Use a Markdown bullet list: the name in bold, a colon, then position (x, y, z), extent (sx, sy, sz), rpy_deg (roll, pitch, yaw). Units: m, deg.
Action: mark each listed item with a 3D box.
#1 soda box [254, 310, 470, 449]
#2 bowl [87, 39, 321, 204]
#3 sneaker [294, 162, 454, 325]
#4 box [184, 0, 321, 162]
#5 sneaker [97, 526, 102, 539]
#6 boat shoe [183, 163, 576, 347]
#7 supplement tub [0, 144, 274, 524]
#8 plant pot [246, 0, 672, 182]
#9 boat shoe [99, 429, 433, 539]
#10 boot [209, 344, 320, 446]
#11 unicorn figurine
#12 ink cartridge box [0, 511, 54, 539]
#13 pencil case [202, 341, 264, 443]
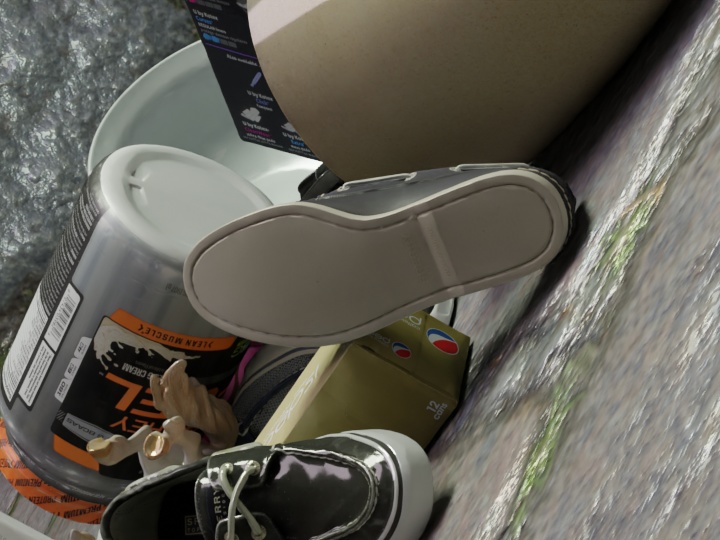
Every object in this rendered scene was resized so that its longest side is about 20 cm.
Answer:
- **soda box**: position (-0.023, 0.105, 1.443), extent (0.200, 0.064, 0.068), rpy_deg (-56, 10, 28)
- **bowl**: position (-0.058, -0.058, 1.714), extent (0.090, 0.201, 0.201), rpy_deg (70, -149, -41)
- **sneaker**: position (0.000, 0.000, 1.534), extent (0.071, 0.099, 0.200), rpy_deg (-50, 15, 41)
- **box**: position (-0.025, -0.173, 1.604), extent (0.106, 0.200, 0.122), rpy_deg (17, 53, 36)
- **sneaker**: position (-0.130, 0.158, 1.814), extent (0.088, 0.075, 0.200), rpy_deg (-61, -6, -11)
- **boat shoe**: position (0.012, -0.011, 1.376), extent (0.200, 0.073, 0.063), rpy_deg (-12, 10, 20)
- **supplement tub**: position (-0.129, 0.039, 1.587), extent (0.123, 0.122, 0.200), rpy_deg (-76, 11, -59)
- **plant pot**: position (0.075, -0.151, 1.427), extent (0.200, 0.187, 0.187), rpy_deg (-31, 27, 43)
- **boat shoe**: position (-0.048, 0.119, 1.354), extent (0.200, 0.064, 0.071), rpy_deg (-18, 72, 46)
- **boot**: position (-0.053, 0.121, 1.591), extent (0.090, 0.073, 0.200), rpy_deg (-89, 24, -44)
- **unicorn figurine**: position (-0.120, 0.155, 1.534), extent (0.200, 0.074, 0.137), rpy_deg (-52, -27, -1)
- **ink cartridge box**: position (-0.230, 0.270, 1.796), extent (0.200, 0.147, 0.083), rpy_deg (-62, 11, -5)
- **pencil case**: position (-0.072, 0.070, 1.762), extent (0.200, 0.094, 0.091), rpy_deg (-131, 26, -80)
